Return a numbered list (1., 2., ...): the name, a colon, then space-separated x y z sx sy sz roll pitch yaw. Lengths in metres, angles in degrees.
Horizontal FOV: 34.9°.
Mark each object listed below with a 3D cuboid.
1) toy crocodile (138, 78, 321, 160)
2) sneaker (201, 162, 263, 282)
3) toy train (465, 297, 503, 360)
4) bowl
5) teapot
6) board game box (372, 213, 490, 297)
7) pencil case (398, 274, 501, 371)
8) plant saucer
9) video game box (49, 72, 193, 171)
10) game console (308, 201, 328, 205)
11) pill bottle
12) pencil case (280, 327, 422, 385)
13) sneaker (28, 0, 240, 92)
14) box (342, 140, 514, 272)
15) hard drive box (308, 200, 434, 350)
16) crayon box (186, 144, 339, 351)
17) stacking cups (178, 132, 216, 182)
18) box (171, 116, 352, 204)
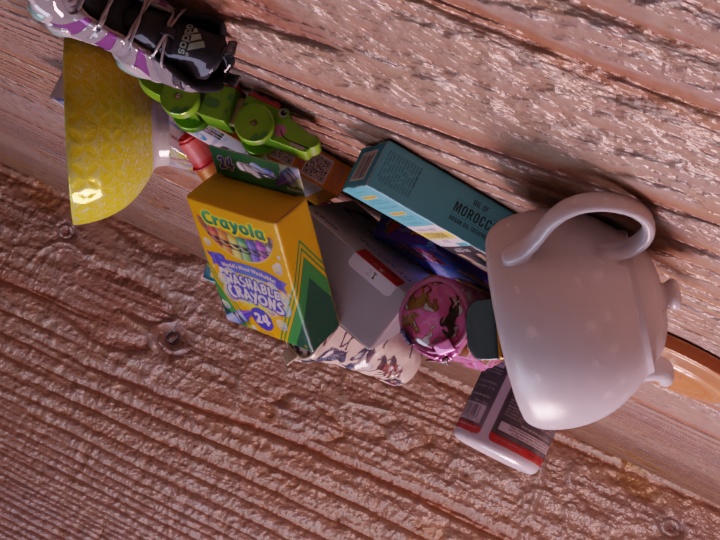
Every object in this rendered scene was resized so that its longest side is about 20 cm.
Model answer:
1. toy crocodile: -0.129 -0.158 1.116 0.199 0.062 0.068 21 173 9
2. sneaker: -0.153 -0.058 1.372 0.200 0.130 0.080 60 -179 -21
3. toy train: 0.178 0.051 1.151 0.113 0.086 0.200 -3 -178 20
4. bowl: -0.261 -0.151 1.235 0.107 0.201 0.200 -2 179 -13
5. teapot: 0.190 0.030 0.946 0.145 0.198 0.200 -13 -175 13
6. board game box: 0.128 -0.006 1.290 0.200 0.045 0.134 31 172 -29
7. pencil case: 0.108 0.060 1.235 0.083 0.087 0.200 33 -175 22
8. plant saucer: 0.356 0.108 1.345 0.200 0.032 0.200 26 173 3
9. video game box: -0.285 -0.189 1.480 0.182 0.047 0.200 29 173 -35
10. game console: -0.135 -0.062 1.535 0.200 0.119 0.172 19 175 46
11. pill bottle: 0.208 0.141 1.427 0.116 0.201 0.116 26 173 4
12. pencil case: -0.006 0.085 1.359 0.200 0.089 0.078 21 -149 -48
13. sneaker: -0.162 -0.195 0.910 0.139 0.078 0.200 22 -179 26
14. box: 0.087 -0.052 1.095 0.199 0.049 0.082 29 173 -15
15. hard drive box: 0.000 0.000 1.302 0.156 0.077 0.200 40 -165 8
16. crayon box: -0.102 -0.021 1.172 0.125 0.052 0.201 17 136 35
17. stacking cups: -0.157 -0.092 1.435 0.200 0.060 0.060 59 160 -21
18. box: -0.113 -0.139 1.250 0.200 0.042 0.119 31 172 -12
